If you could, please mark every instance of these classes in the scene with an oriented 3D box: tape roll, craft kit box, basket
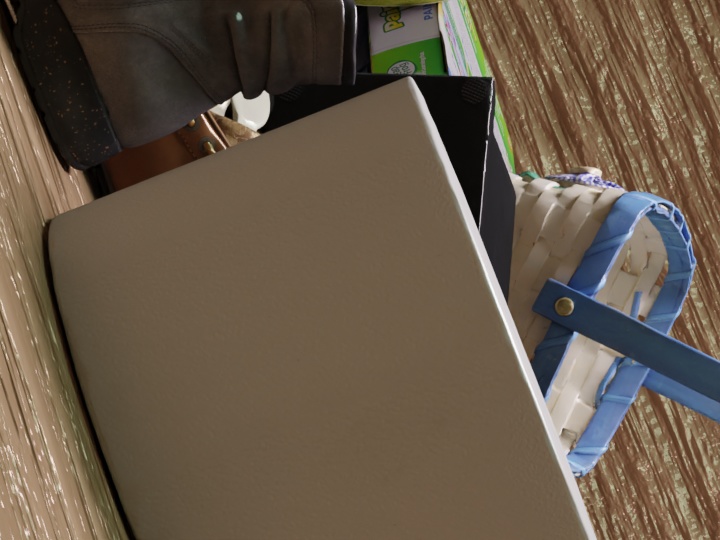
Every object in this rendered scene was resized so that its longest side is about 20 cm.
[{"bbox_3d":[-0.008,0.049,0.991,0.203,0.139,0.203,-22,90,-87],"label":"tape roll"},{"bbox_3d":[0.048,-0.080,1.529,0.198,0.048,0.200,-90,164,-50],"label":"craft kit box"},{"bbox_3d":[0.121,0.034,1.331,0.200,0.139,0.176,30,-3,16],"label":"basket"}]

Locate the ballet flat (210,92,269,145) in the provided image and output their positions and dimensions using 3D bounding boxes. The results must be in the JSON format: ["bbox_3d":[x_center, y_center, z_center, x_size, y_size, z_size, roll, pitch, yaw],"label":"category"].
[{"bbox_3d":[-0.074,-0.087,1.406,0.070,0.065,0.200,37,18,-29],"label":"ballet flat"}]

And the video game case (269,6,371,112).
[{"bbox_3d":[-0.011,-0.065,1.493,0.200,0.019,0.143,-47,134,-71],"label":"video game case"}]

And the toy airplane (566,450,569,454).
[{"bbox_3d":[0.047,0.127,1.482,0.200,0.141,0.200,-106,175,-65],"label":"toy airplane"}]

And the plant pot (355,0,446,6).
[{"bbox_3d":[0.011,-0.273,1.450,0.201,0.200,0.193,-109,-163,-48],"label":"plant pot"}]

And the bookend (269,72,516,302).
[{"bbox_3d":[0.016,0.043,1.200,0.199,0.092,0.201,59,35,-71],"label":"bookend"}]

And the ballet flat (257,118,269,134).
[{"bbox_3d":[-0.064,-0.089,1.532,0.065,0.070,0.200,82,-14,-76],"label":"ballet flat"}]

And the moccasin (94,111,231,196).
[{"bbox_3d":[-0.093,-0.105,1.138,0.074,0.078,0.202,-81,150,-85],"label":"moccasin"}]

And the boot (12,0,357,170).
[{"bbox_3d":[-0.084,-0.147,1.067,0.070,0.131,0.200,-103,171,-69],"label":"boot"}]
